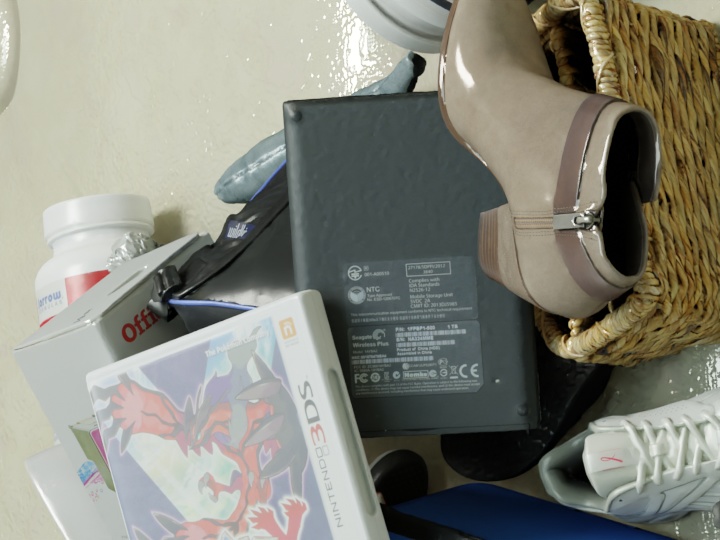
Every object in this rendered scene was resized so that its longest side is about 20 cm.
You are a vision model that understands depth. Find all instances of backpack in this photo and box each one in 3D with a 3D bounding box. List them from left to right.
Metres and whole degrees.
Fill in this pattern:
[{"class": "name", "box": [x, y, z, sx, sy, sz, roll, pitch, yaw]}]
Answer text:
[{"class": "backpack", "box": [0.000, 0.000, 1.639, 0.182, 0.200, 0.147, 4, 136, 40]}]

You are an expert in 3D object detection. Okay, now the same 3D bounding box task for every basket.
[{"class": "basket", "box": [0.133, -0.049, 1.474, 0.142, 0.149, 0.201, -19, 75, 35]}]

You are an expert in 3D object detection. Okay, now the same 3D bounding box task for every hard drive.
[{"class": "hard drive", "box": [0.030, -0.005, 1.480, 0.139, 0.033, 0.201, -3, 96, 8]}]

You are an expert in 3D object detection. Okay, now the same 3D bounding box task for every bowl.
[{"class": "bowl", "box": [-0.150, 0.211, 1.846, 0.075, 0.200, 0.200, -35, 69, -3]}]

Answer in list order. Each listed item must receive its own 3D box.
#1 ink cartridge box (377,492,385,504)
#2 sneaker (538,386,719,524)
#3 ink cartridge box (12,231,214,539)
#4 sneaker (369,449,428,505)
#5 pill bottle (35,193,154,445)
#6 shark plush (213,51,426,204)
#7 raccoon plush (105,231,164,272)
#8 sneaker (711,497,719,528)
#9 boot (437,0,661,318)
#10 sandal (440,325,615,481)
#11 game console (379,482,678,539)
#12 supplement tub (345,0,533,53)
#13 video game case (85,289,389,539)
[{"class": "ink cartridge box", "box": [0.035, 0.234, 1.648, 0.109, 0.050, 0.201, -10, 96, 63]}, {"class": "sneaker", "box": [0.182, 0.111, 1.469, 0.200, 0.099, 0.078, -29, 68, 49]}, {"class": "ink cartridge box", "box": [-0.121, 0.096, 1.679, 0.084, 0.145, 0.201, -17, 105, 36]}, {"class": "sneaker", "box": [-0.026, 0.186, 1.766, 0.108, 0.067, 0.202, 44, 126, 40]}, {"class": "pill bottle", "box": [-0.190, 0.048, 1.942, 0.112, 0.112, 0.201, -24, 71, 50]}, {"class": "shark plush", "box": [-0.017, -0.087, 1.742, 0.200, 0.083, 0.091, -18, 75, 51]}, {"class": "raccoon plush", "box": [-0.081, 0.057, 1.757, 0.134, 0.200, 0.097, 5, 67, 53]}, {"class": "sneaker", "box": [0.267, 0.186, 1.375, 0.098, 0.071, 0.201, -41, 67, 41]}, {"class": "boot", "box": [0.108, -0.074, 1.371, 0.146, 0.070, 0.201, -8, 88, 63]}, {"class": "sandal", "box": [0.129, 0.064, 1.590, 0.200, 0.048, 0.075, -46, 57, 25]}, {"class": "game console", "box": [0.091, 0.206, 1.493, 0.199, 0.118, 0.171, 13, 73, 38]}, {"class": "supplement tub", "box": [0.081, -0.236, 1.570, 0.200, 0.140, 0.141, -38, 61, 46]}, {"class": "video game case", "box": [-0.074, 0.124, 1.513, 0.200, 0.023, 0.183, -21, 82, 42]}]
